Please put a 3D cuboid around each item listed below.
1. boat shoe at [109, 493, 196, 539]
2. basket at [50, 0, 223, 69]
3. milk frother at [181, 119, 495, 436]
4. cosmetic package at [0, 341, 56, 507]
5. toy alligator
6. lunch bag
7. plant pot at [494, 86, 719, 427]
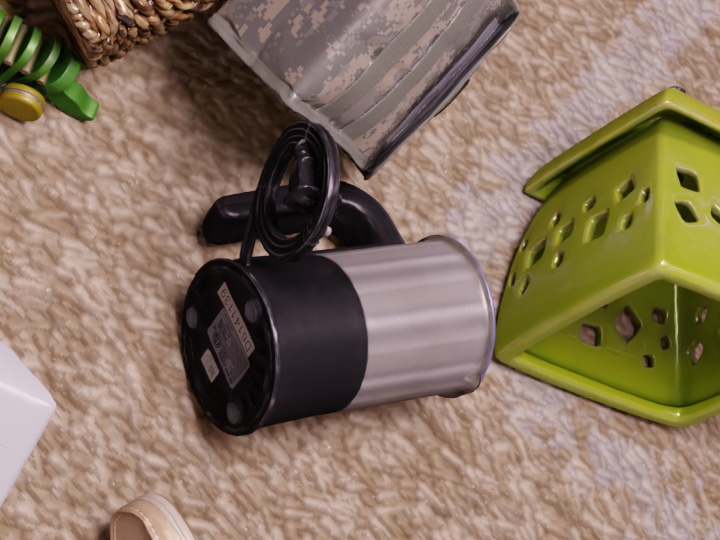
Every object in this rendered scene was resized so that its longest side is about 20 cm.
[{"bbox_3d":[-0.129,0.240,1.130,0.069,0.074,0.201,-6,80,-42],"label":"boat shoe"},{"bbox_3d":[-0.160,-0.254,1.194,0.149,0.143,0.201,-28,92,-8],"label":"basket"},{"bbox_3d":[0.000,0.000,1.217,0.188,0.200,0.181,-8,77,-36],"label":"milk frother"},{"bbox_3d":[-0.292,0.102,0.961,0.167,0.166,0.200,30,88,-22],"label":"cosmetic package"},{"bbox_3d":[-0.249,-0.156,1.184,0.200,0.054,0.059,30,60,-24],"label":"toy alligator"},{"bbox_3d":[0.019,-0.159,1.254,0.118,0.164,0.200,46,5,30],"label":"lunch bag"},{"bbox_3d":[0.237,-0.014,1.392,0.198,0.200,0.182,22,58,-27],"label":"plant pot"}]
